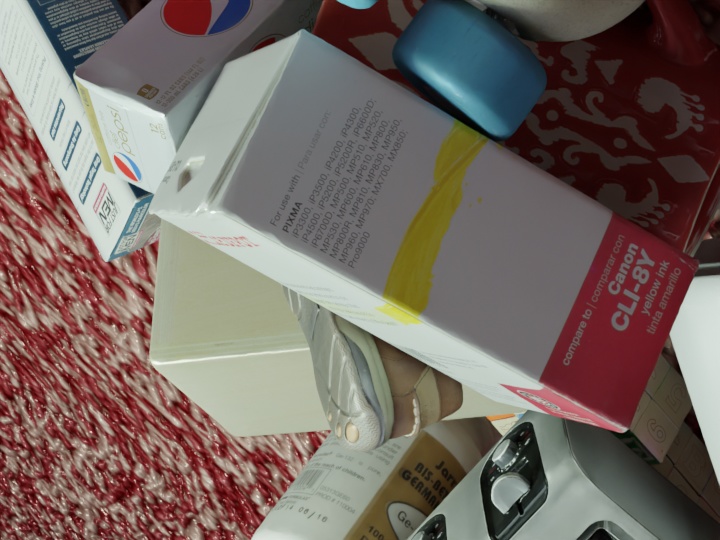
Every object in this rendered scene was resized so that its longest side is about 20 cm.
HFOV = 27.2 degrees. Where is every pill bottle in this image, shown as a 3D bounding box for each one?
[{"bbox_3d":[0.023,0.148,1.032,0.114,0.200,0.115,27,147,19],"label":"pill bottle"}]

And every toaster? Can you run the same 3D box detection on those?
[{"bbox_3d":[0.127,0.205,0.889,0.200,0.119,0.181,40,106,-8],"label":"toaster"}]

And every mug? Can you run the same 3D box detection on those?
[{"bbox_3d":[0.085,-0.095,0.713,0.199,0.134,0.178,26,157,15],"label":"mug"}]

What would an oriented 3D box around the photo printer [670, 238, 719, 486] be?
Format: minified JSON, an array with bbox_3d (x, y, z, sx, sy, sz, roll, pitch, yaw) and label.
[{"bbox_3d":[0.251,0.077,0.763,0.166,0.069,0.202,-6,108,53],"label":"photo printer"}]

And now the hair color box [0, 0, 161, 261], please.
[{"bbox_3d":[-0.178,-0.119,0.971,0.201,0.060,0.100,60,152,10],"label":"hair color box"}]

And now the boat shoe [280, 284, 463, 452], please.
[{"bbox_3d":[0.000,0.000,0.783,0.076,0.071,0.202,111,146,-58],"label":"boat shoe"}]

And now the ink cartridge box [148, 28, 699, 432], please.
[{"bbox_3d":[0.021,-0.015,0.647,0.199,0.084,0.145,28,174,-16],"label":"ink cartridge box"}]

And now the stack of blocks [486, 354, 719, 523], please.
[{"bbox_3d":[0.158,0.099,0.960,0.200,0.059,0.115,48,148,-14],"label":"stack of blocks"}]

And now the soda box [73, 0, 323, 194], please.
[{"bbox_3d":[-0.053,-0.125,0.755,0.063,0.200,0.068,24,147,27],"label":"soda box"}]

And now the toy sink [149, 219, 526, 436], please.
[{"bbox_3d":[-0.006,0.019,0.885,0.198,0.113,0.130,-7,154,18],"label":"toy sink"}]

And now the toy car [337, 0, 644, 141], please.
[{"bbox_3d":[0.026,-0.190,0.620,0.177,0.185,0.200,38,179,-41],"label":"toy car"}]
